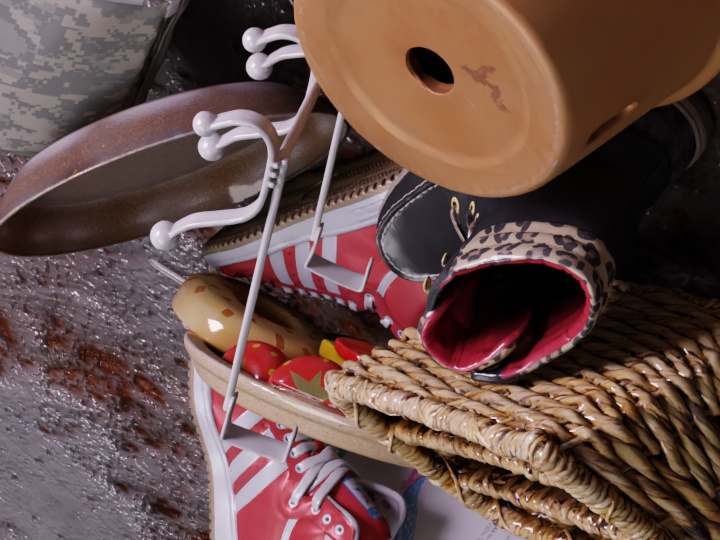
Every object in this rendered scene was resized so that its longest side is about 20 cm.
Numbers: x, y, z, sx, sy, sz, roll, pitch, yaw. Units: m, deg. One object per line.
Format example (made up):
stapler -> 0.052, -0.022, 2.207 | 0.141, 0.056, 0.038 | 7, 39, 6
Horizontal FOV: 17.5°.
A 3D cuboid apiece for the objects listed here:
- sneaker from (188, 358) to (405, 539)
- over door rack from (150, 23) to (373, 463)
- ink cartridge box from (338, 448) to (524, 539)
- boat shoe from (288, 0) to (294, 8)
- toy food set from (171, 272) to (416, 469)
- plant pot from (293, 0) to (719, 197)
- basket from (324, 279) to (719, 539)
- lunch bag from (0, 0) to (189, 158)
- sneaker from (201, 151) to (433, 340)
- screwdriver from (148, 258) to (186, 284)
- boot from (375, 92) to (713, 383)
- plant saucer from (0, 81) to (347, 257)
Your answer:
sneaker -> -0.036, 0.107, 1.401 | 0.112, 0.071, 0.200 | -2, 100, 29
over door rack -> -0.043, -0.031, 1.097 | 0.066, 0.148, 0.200 | 11, 132, 13
ink cartridge box -> 0.031, 0.200, 1.503 | 0.200, 0.088, 0.145 | 20, 143, 25
boat shoe -> -0.011, -0.140, 1.140 | 0.199, 0.066, 0.074 | 48, 147, -13
toy food set -> -0.003, 0.060, 1.300 | 0.198, 0.049, 0.200 | 17, -174, -21
plant pot -> 0.063, -0.128, 1.010 | 0.200, 0.140, 0.200 | 27, 146, 20
basket -> 0.100, 0.095, 1.132 | 0.200, 0.149, 0.143 | 13, 126, 56
lunch bag -> -0.168, -0.156, 1.216 | 0.168, 0.139, 0.200 | 34, 147, 1
sneaker -> 0.000, 0.000, 1.300 | 0.200, 0.071, 0.113 | -15, 117, 50
screwdriver -> -0.056, 0.045, 1.458 | 0.200, 0.028, 0.029 | 26, 117, 23
boot -> 0.064, -0.011, 1.113 | 0.200, 0.151, 0.073 | -19, 116, 38
plant saucer -> -0.105, -0.057, 1.252 | 0.200, 0.200, 0.032 | -33, 72, 57
